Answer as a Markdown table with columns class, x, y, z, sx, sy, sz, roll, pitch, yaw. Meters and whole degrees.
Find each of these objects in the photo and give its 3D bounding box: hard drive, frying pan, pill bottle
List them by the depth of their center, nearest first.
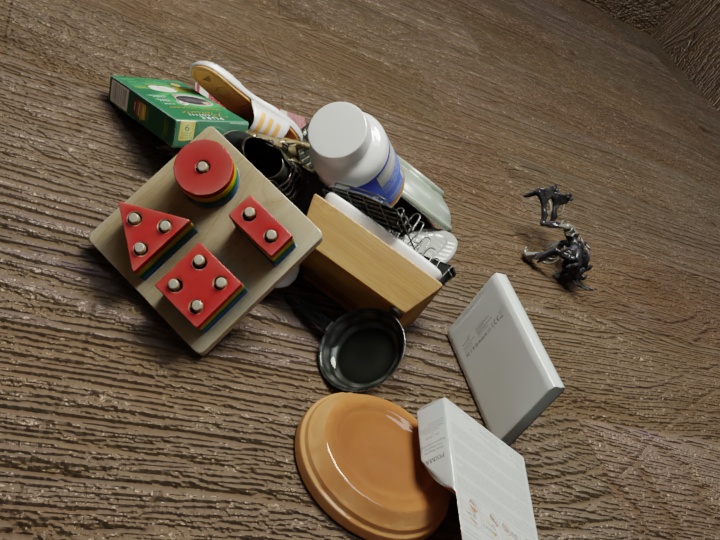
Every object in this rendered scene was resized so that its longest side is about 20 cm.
| class | x | y | z | sx | sy | sz | roll | pitch | yaw |
| --- | --- | --- | --- | --- | --- | --- | --- | --- | --- |
| frying pan | -0.030 | 0.095 | 1.057 | 0.190 | 0.031 | 0.115 | 8 | 63 | 28 |
| hard drive | 0.191 | 0.120 | 1.135 | 0.026 | 0.132 | 0.200 | 11 | 40 | -31 |
| pill bottle | -0.008 | -0.157 | 1.180 | 0.112 | 0.112 | 0.200 | 48 | 1 | 21 |

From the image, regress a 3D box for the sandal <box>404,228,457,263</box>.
| class | x | y | z | sx | sy | sz | roll | pitch | yaw |
| --- | --- | --- | --- | --- | --- | --- | --- | --- | --- |
| sandal | 0.079 | -0.001 | 1.273 | 0.082 | 0.050 | 0.203 | 28 | 44 | 18 |

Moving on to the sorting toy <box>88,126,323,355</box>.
| class | x | y | z | sx | sy | sz | roll | pitch | yaw |
| --- | --- | --- | --- | --- | --- | --- | --- | --- | --- |
| sorting toy | -0.183 | -0.044 | 0.961 | 0.199 | 0.200 | 0.070 | 44 | -8 | 10 |

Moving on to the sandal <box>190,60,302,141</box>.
| class | x | y | z | sx | sy | sz | roll | pitch | yaw |
| --- | --- | --- | --- | --- | --- | --- | --- | --- | --- |
| sandal | -0.183 | -0.235 | 1.275 | 0.207 | 0.079 | 0.059 | 34 | 62 | -30 |

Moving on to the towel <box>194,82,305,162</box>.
| class | x | y | z | sx | sy | sz | roll | pitch | yaw |
| --- | --- | --- | --- | --- | --- | --- | --- | --- | --- |
| towel | -0.178 | -0.232 | 1.364 | 0.200 | 0.023 | 0.144 | 15 | 40 | -24 |

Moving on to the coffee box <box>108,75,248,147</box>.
| class | x | y | z | sx | sy | sz | roll | pitch | yaw |
| --- | --- | --- | --- | --- | --- | --- | --- | --- | --- |
| coffee box | -0.267 | -0.230 | 1.209 | 0.123 | 0.044 | 0.200 | -7 | 31 | -44 |

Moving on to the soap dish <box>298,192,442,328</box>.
| class | x | y | z | sx | sy | sz | roll | pitch | yaw |
| --- | --- | --- | --- | --- | --- | --- | --- | --- | --- |
| soap dish | 0.000 | 0.000 | 1.109 | 0.200 | 0.157 | 0.081 | 36 | 69 | 4 |

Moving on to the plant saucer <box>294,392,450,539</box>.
| class | x | y | z | sx | sy | sz | roll | pitch | yaw |
| --- | --- | --- | --- | --- | --- | --- | --- | --- | --- |
| plant saucer | 0.021 | 0.216 | 0.957 | 0.200 | 0.037 | 0.200 | 23 | 35 | -17 |

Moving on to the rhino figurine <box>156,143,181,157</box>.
| class | x | y | z | sx | sy | sz | roll | pitch | yaw |
| --- | --- | --- | --- | --- | --- | --- | --- | --- | --- |
| rhino figurine | -0.196 | -0.136 | 1.191 | 0.200 | 0.060 | 0.088 | 24 | 42 | -9 |

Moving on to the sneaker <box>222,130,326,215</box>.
| class | x | y | z | sx | sy | sz | roll | pitch | yaw |
| --- | --- | --- | --- | --- | --- | --- | --- | --- | --- |
| sneaker | -0.099 | -0.114 | 1.118 | 0.200 | 0.075 | 0.106 | 31 | -4 | -27 |

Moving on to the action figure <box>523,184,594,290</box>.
| class | x | y | z | sx | sy | sz | roll | pitch | yaw |
| --- | --- | --- | --- | --- | --- | --- | --- | --- | --- |
| action figure | 0.362 | -0.050 | 1.529 | 0.119 | 0.102 | 0.200 | 0 | 72 | -51 |

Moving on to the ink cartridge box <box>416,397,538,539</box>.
| class | x | y | z | sx | sy | sz | roll | pitch | yaw |
| --- | --- | --- | --- | --- | --- | --- | --- | --- | --- |
| ink cartridge box | 0.137 | 0.263 | 0.948 | 0.162 | 0.057 | 0.200 | 40 | 33 | -28 |

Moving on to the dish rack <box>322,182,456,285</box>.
| class | x | y | z | sx | sy | sz | roll | pitch | yaw |
| --- | --- | --- | --- | --- | --- | --- | --- | --- | --- |
| dish rack | 0.035 | -0.051 | 1.137 | 0.153 | 0.200 | 0.055 | 20 | 63 | 36 |

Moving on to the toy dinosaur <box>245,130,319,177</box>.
| class | x | y | z | sx | sy | sz | roll | pitch | yaw |
| --- | --- | --- | --- | --- | --- | --- | --- | --- | --- |
| toy dinosaur | -0.102 | -0.177 | 1.237 | 0.101 | 0.058 | 0.200 | 27 | 4 | 20 |

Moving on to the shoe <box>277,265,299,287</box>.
| class | x | y | z | sx | sy | sz | roll | pitch | yaw |
| --- | --- | --- | --- | --- | --- | --- | --- | --- | --- |
| shoe | -0.180 | -0.033 | 1.075 | 0.200 | 0.072 | 0.091 | 11 | 23 | -21 |

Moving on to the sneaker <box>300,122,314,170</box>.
| class | x | y | z | sx | sy | sz | roll | pitch | yaw |
| --- | --- | --- | --- | --- | --- | --- | --- | --- | --- |
| sneaker | -0.040 | -0.158 | 1.347 | 0.200 | 0.078 | 0.090 | 64 | 6 | 23 |

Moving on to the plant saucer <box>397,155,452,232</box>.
| class | x | y | z | sx | sy | sz | roll | pitch | yaw |
| --- | --- | --- | --- | --- | --- | --- | --- | --- | --- |
| plant saucer | 0.081 | -0.141 | 1.369 | 0.200 | 0.050 | 0.200 | 37 | 7 | -5 |
